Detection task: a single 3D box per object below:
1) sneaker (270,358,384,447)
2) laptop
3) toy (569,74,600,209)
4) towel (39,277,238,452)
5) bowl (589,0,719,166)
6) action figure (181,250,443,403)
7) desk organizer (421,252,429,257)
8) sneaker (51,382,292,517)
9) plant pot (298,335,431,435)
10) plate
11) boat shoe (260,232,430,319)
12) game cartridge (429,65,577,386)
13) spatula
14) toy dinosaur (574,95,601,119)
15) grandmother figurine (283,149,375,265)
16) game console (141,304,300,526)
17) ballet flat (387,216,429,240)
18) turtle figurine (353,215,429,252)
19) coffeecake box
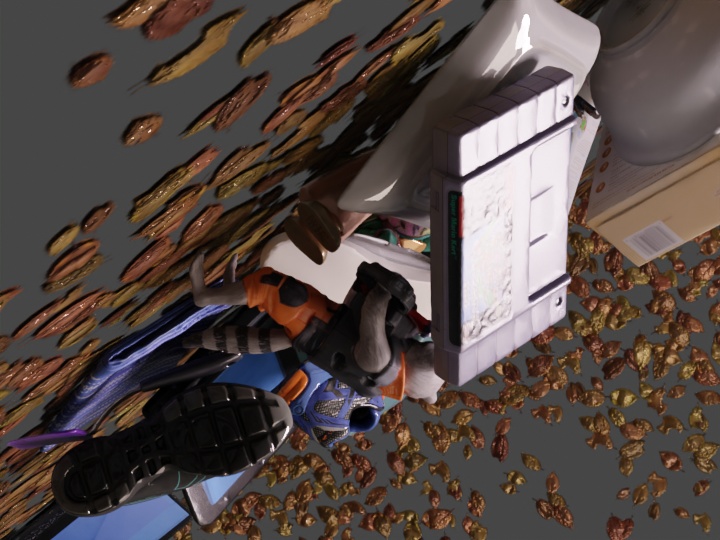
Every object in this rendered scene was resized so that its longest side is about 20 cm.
[{"bbox_3d":[-0.009,0.107,1.510,0.075,0.079,0.200,-41,172,33],"label":"sneaker"},{"bbox_3d":[-0.310,0.308,1.942,0.177,0.103,0.200,-39,174,7],"label":"laptop"},{"bbox_3d":[0.181,-0.116,1.574,0.115,0.047,0.201,15,98,-67],"label":"toy"},{"bbox_3d":[-0.181,0.081,1.386,0.145,0.024,0.200,-33,172,-34],"label":"towel"},{"bbox_3d":[0.257,-0.193,1.403,0.201,0.090,0.202,-40,-154,25],"label":"bowl"},{"bbox_3d":[-0.023,0.047,1.249,0.200,0.193,0.105,73,40,-76],"label":"action figure"},{"bbox_3d":[0.061,-0.046,1.631,0.200,0.072,0.077,-41,176,24],"label":"desk organizer"},{"bbox_3d":[-0.149,0.140,1.359,0.199,0.076,0.079,-17,173,4],"label":"sneaker"},{"bbox_3d":[0.027,0.042,1.785,0.200,0.141,0.141,-49,169,28],"label":"plant pot"},{"bbox_3d":[0.090,-0.105,1.213,0.200,0.032,0.200,-51,159,13],"label":"plate"},{"bbox_3d":[0.000,0.000,1.400,0.199,0.069,0.072,9,115,-29],"label":"boat shoe"},{"bbox_3d":[0.099,-0.028,1.177,0.129,0.038,0.201,-34,133,-40],"label":"game cartridge"},{"bbox_3d":[-0.184,0.104,1.333,0.199,0.021,0.057,-26,167,2],"label":"spatula"},{"bbox_3d":[0.137,-0.072,1.426,0.200,0.105,0.182,-32,149,-54],"label":"toy dinosaur"},{"bbox_3d":[0.036,-0.086,1.273,0.200,0.061,0.121,-39,-172,-24],"label":"grandmother figurine"},{"bbox_3d":[-0.084,0.094,1.467,0.176,0.116,0.200,-44,-178,43],"label":"game console"},{"bbox_3d":[0.094,-0.104,1.468,0.200,0.069,0.071,-39,157,-34],"label":"ballet flat"},{"bbox_3d":[0.032,-0.014,1.529,0.199,0.101,0.150,-20,171,3],"label":"turtle figurine"},{"bbox_3d":[0.284,-0.124,1.461,0.153,0.073,0.201,-32,-149,42],"label":"coffeecake box"}]
